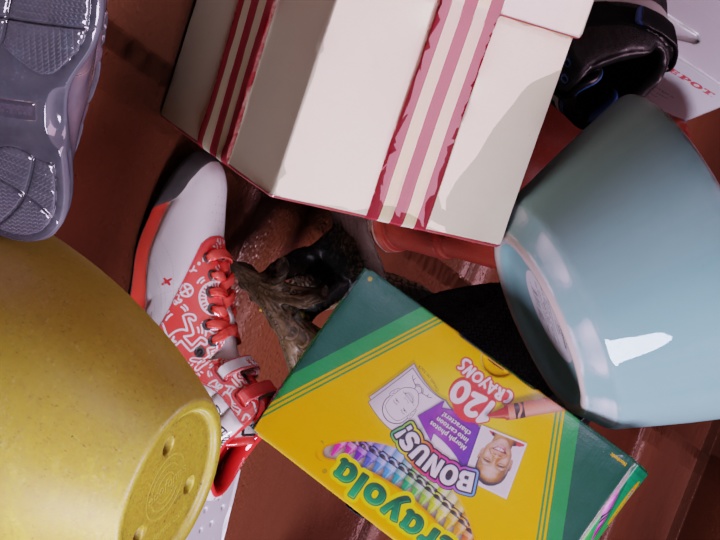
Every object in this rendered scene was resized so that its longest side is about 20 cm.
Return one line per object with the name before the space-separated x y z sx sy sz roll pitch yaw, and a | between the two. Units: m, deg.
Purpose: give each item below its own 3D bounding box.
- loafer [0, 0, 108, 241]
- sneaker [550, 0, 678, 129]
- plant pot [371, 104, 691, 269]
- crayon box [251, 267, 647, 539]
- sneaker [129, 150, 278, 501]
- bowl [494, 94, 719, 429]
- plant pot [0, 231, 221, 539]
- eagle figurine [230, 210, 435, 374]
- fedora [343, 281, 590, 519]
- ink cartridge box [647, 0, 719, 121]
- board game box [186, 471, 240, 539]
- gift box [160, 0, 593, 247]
loafer | -0.159 -0.109 1.022 0.063 0.071 0.201 -75 178 -53
sneaker | 0.095 -0.125 1.279 0.112 0.199 0.073 -98 164 -46
plant pot | 0.139 -0.076 1.611 0.201 0.194 0.201 -53 155 -38
crayon box | 0.051 0.105 1.210 0.119 0.200 0.058 -54 161 -1
sneaker | -0.090 0.037 1.261 0.202 0.107 0.067 -70 160 2
bowl | 0.147 0.011 1.201 0.105 0.201 0.201 -24 147 -8
plant pot | -0.157 0.089 1.089 0.200 0.141 0.201 -53 155 -38
eagle figurine | -0.006 0.000 1.427 0.200 0.150 0.153 -21 120 -50
fedora | 0.059 0.070 1.313 0.092 0.200 0.201 58 45 -18
ink cartridge box | 0.215 -0.186 1.650 0.085 0.144 0.200 -64 -167 -14
board game box | -0.158 0.240 1.403 0.200 0.026 0.201 -22 130 -63
gift box | 0.002 -0.136 1.169 0.199 0.184 0.188 11 103 -38
